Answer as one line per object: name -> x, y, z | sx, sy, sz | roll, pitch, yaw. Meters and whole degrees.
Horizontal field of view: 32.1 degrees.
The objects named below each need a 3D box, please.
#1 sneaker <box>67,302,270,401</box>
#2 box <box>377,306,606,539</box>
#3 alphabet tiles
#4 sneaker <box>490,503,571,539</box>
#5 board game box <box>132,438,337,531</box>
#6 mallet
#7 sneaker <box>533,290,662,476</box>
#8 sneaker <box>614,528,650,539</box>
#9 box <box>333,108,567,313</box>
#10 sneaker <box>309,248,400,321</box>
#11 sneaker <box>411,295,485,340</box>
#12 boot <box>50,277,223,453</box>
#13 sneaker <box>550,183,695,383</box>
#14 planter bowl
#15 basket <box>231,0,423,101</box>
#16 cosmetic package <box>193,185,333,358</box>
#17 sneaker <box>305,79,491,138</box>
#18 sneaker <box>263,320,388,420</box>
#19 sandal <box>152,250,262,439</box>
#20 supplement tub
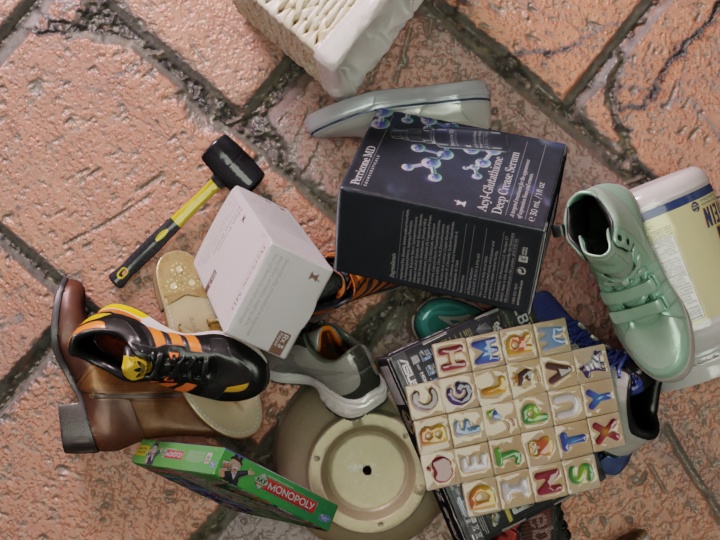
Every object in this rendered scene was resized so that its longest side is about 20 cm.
sneaker -> -0.191, 0.092, 1.221 | 0.199, 0.090, 0.070 | 16, 109, 14
box -> 0.128, 0.145, 1.218 | 0.161, 0.049, 0.201 | -24, 90, -14
alphabet tiles -> 0.148, 0.139, 1.186 | 0.199, 0.006, 0.167 | -11, 88, -8
sneaker -> 0.184, 0.257, 1.307 | 0.098, 0.071, 0.201 | 11, 108, -10
board game box -> -0.128, 0.209, 1.230 | 0.134, 0.200, 0.029 | 32, 70, -26
mallet -> -0.197, -0.064, 1.329 | 0.200, 0.041, 0.066 | -37, 91, 3
sneaker -> 0.244, 0.098, 1.259 | 0.080, 0.115, 0.200 | -19, 75, -42
sneaker -> 0.247, 0.372, 1.320 | 0.200, 0.070, 0.109 | -33, 89, -5
box -> 0.090, -0.062, 1.230 | 0.199, 0.149, 0.107 | 12, 131, 10
sneaker -> 0.000, 0.000, 1.293 | 0.200, 0.112, 0.078 | -31, 91, -1
sneaker -> 0.142, 0.097, 1.313 | 0.200, 0.080, 0.078 | 38, 89, -1
boot -> -0.219, 0.092, 1.314 | 0.199, 0.068, 0.189 | -7, 78, -7
sneaker -> 0.242, 0.015, 1.164 | 0.074, 0.118, 0.201 | -25, 80, 28
planter bowl -> 0.006, 0.199, 1.283 | 0.199, 0.135, 0.201 | 0, 91, -1
basket -> -0.023, -0.301, 1.253 | 0.161, 0.198, 0.200 | 37, 90, 3
cosmetic package -> -0.100, -0.003, 1.231 | 0.074, 0.200, 0.102 | 25, 99, -21
sneaker -> 0.044, -0.152, 1.313 | 0.199, 0.073, 0.071 | -9, 86, -2
sneaker -> -0.049, 0.079, 1.266 | 0.074, 0.200, 0.080 | -32, 123, -31
sandal -> -0.156, 0.069, 1.282 | 0.077, 0.070, 0.212 | -18, 75, -26
supplement tub -> 0.319, 0.009, 1.285 | 0.145, 0.145, 0.201 | -22, 91, -1
